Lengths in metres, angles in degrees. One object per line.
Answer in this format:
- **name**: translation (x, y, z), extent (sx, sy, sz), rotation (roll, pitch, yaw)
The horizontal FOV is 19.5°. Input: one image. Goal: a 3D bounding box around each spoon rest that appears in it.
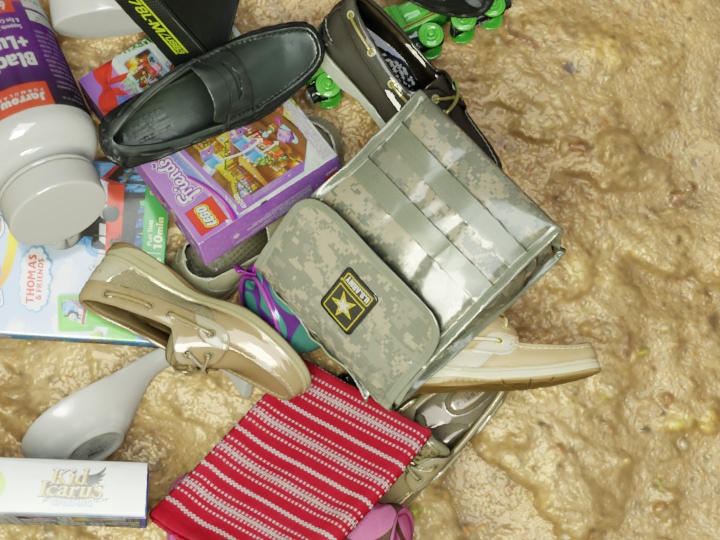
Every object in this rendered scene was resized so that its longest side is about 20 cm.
- **spoon rest**: translation (-0.188, 0.108, 1.722), extent (0.199, 0.100, 0.061), rotation (-20, 63, -22)

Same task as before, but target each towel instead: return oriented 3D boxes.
- **towel**: translation (-0.056, 0.163, 1.671), extent (0.144, 0.023, 0.200), rotation (28, 58, 26)

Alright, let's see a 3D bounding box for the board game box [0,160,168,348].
- **board game box**: translation (-0.261, -0.018, 1.749), extent (0.198, 0.037, 0.153), rotation (3, 82, -4)

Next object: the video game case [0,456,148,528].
- **video game case**: translation (-0.256, 0.174, 1.642), extent (0.180, 0.200, 0.046), rotation (3, 80, -6)

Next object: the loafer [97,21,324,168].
- **loafer**: translation (-0.116, -0.140, 1.672), extent (0.199, 0.070, 0.068), rotation (-28, 96, -8)

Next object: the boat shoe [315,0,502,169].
- **boat shoe**: translation (0.046, -0.143, 1.730), extent (0.201, 0.061, 0.072), rotation (44, 40, -1)

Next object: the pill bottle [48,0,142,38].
- **pill bottle**: translation (-0.220, -0.303, 1.750), extent (0.113, 0.114, 0.202), rotation (-5, 83, -6)

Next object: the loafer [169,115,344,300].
- **loafer**: translation (-0.083, -0.048, 1.754), extent (0.076, 0.068, 0.200), rotation (38, 81, 0)

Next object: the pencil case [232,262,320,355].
- **pencil case**: translation (0.000, 0.000, 1.740), extent (0.199, 0.085, 0.093), rotation (-25, 108, -15)

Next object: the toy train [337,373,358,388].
- **toy train**: translation (0.017, 0.084, 1.767), extent (0.199, 0.034, 0.046), rotation (-35, 98, -9)

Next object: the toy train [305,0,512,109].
- **toy train**: translation (0.036, -0.203, 1.802), extent (0.199, 0.042, 0.057), rotation (-27, 76, -8)

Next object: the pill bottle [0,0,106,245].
- **pill bottle**: translation (-0.278, -0.124, 1.692), extent (0.111, 0.112, 0.201), rotation (-23, 64, -8)

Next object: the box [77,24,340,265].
- **box**: translation (-0.126, -0.118, 1.734), extent (0.136, 0.039, 0.200), rotation (-32, 63, -10)

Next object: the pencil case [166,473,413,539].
- **pencil case**: translation (-0.060, 0.223, 1.696), extent (0.198, 0.091, 0.095), rotation (8, 102, 13)

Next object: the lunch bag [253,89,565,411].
- **lunch bag**: translation (0.034, -0.010, 1.637), extent (0.200, 0.118, 0.164), rotation (-44, 78, -1)

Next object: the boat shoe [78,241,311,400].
- **boat shoe**: translation (-0.134, 0.056, 1.695), extent (0.199, 0.071, 0.065), rotation (30, 62, 7)

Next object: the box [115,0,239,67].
- **box**: translation (-0.154, -0.293, 1.699), extent (0.047, 0.193, 0.201), rotation (-5, 58, 31)

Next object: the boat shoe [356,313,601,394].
- **boat shoe**: translation (0.095, 0.061, 1.698), extent (0.198, 0.074, 0.070), rotation (-2, 79, -1)

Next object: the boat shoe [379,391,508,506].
- **boat shoe**: translation (0.047, 0.143, 1.744), extent (0.200, 0.065, 0.072), rotation (-41, 88, -9)

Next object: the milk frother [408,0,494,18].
- **milk frother**: translation (0.068, -0.349, 1.731), extent (0.179, 0.200, 0.189), rotation (23, 69, 7)
